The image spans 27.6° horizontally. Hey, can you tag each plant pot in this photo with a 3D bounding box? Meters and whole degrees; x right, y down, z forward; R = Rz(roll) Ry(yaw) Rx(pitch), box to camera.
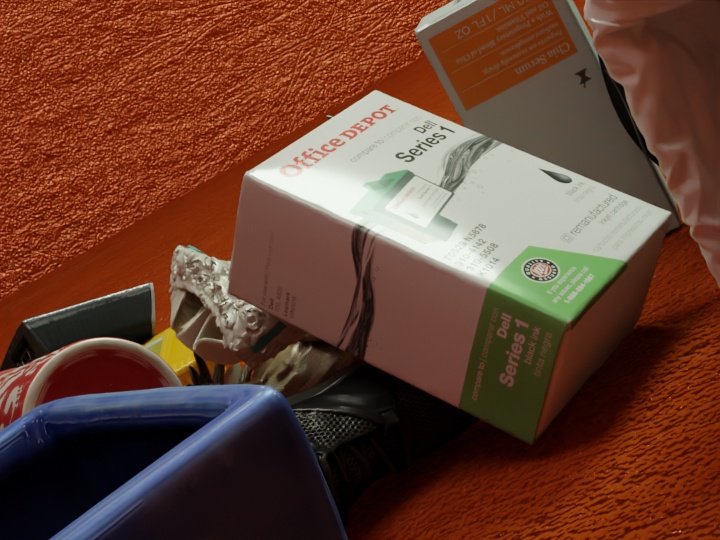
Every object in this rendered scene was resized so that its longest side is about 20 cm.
[{"bbox_3d":[-0.097,0.164,0.468,0.200,0.180,0.200,-37,13,-29],"label":"plant pot"}]

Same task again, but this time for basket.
[{"bbox_3d":[0.248,-0.102,0.702,0.198,0.200,0.161,-23,11,31],"label":"basket"}]

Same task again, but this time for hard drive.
[{"bbox_3d":[-0.251,0.090,1.290,0.135,0.042,0.200,-17,-23,-31],"label":"hard drive"}]

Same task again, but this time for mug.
[{"bbox_3d":[-0.188,0.135,0.959,0.133,0.178,0.200,-4,-11,-27],"label":"mug"}]

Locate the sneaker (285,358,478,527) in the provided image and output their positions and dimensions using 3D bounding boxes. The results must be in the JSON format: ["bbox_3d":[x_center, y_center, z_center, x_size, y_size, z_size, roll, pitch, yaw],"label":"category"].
[{"bbox_3d":[-0.010,0.107,0.785,0.199,0.076,0.114,-16,31,-12],"label":"sneaker"}]

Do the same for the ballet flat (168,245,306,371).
[{"bbox_3d":[-0.090,0.024,0.928,0.072,0.072,0.200,-33,14,-15],"label":"ballet flat"}]

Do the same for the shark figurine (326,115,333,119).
[{"bbox_3d":[0.013,-0.018,1.032,0.128,0.089,0.215,-10,57,34],"label":"shark figurine"}]

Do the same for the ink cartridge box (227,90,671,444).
[{"bbox_3d":[0.047,-0.010,0.811,0.200,0.085,0.146,25,37,21],"label":"ink cartridge box"}]

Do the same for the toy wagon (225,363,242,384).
[{"bbox_3d":[-0.188,0.126,1.219,0.200,0.040,0.155,-32,11,-6],"label":"toy wagon"}]

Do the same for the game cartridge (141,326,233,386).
[{"bbox_3d":[-0.190,0.096,1.169,0.200,0.032,0.176,-32,11,1],"label":"game cartridge"}]

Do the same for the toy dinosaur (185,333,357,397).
[{"bbox_3d":[-0.044,0.068,0.974,0.200,0.086,0.136,-33,14,-4],"label":"toy dinosaur"}]

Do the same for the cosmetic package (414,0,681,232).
[{"bbox_3d":[0.128,-0.103,0.995,0.101,0.200,0.071,-27,12,14],"label":"cosmetic package"}]

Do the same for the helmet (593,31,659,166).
[{"bbox_3d":[0.246,-0.144,0.914,0.200,0.191,0.201,-22,47,26],"label":"helmet"}]
